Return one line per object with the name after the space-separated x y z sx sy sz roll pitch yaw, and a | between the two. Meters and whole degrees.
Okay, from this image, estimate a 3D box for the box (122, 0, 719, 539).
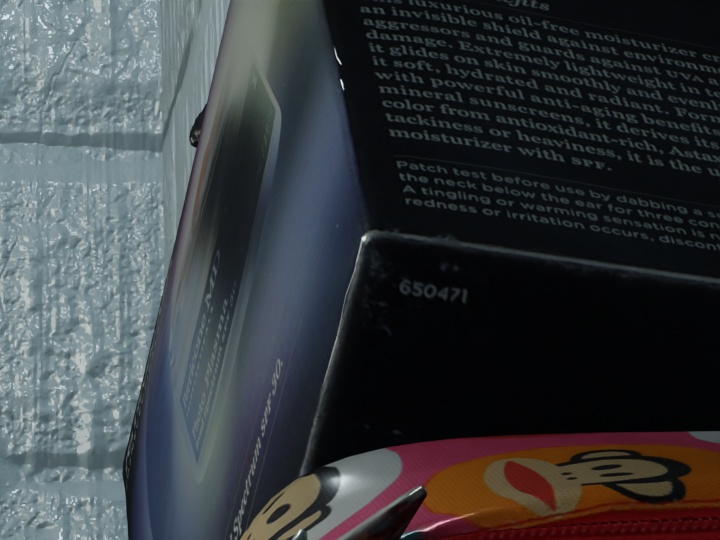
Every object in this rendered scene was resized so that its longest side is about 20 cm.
0.021 0.032 0.629 0.199 0.123 0.201 -101 23 -58 | box

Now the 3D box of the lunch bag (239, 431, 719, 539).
0.038 0.122 0.391 0.082 0.175 0.201 -128 37 -78 | lunch bag

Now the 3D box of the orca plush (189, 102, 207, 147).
-0.036 -0.054 1.216 0.105 0.071 0.201 25 -124 -62 | orca plush
